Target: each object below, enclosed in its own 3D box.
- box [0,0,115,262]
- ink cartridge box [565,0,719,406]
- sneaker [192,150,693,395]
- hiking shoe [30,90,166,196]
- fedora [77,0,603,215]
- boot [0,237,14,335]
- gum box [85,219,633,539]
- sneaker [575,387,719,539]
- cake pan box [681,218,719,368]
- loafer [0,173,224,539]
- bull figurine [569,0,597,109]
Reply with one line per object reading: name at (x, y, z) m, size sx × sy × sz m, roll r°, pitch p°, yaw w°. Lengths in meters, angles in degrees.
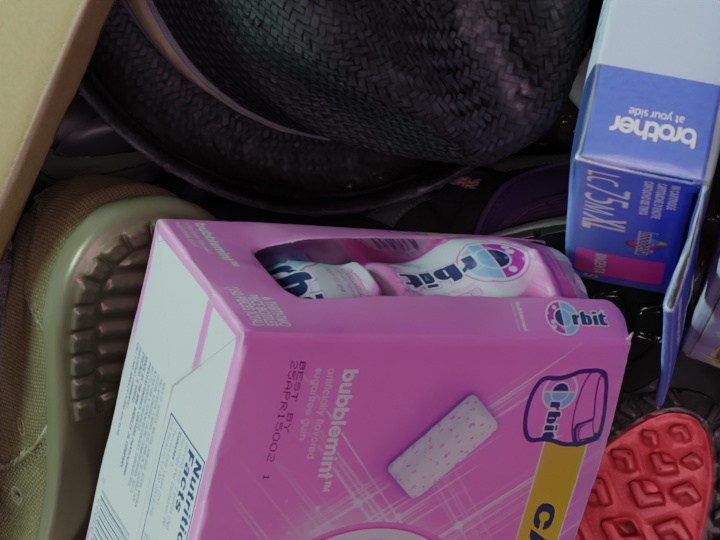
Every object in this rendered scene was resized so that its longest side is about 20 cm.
box at (-0.160, -0.048, 0.785) m, size 0.163 × 0.021 × 0.200 m, roll 36°, pitch 119°, yaw 18°
ink cartridge box at (0.086, -0.074, 0.765) m, size 0.042 × 0.119 × 0.201 m, roll 9°, pitch 77°, yaw 6°
sneaker at (0.000, 0.000, 0.873) m, size 0.199 × 0.088 × 0.076 m, roll 0°, pitch 119°, yaw 4°
hiking shoe at (-0.123, -0.088, 0.848) m, size 0.199 × 0.076 × 0.101 m, roll 11°, pitch 123°, yaw -1°
fedora at (0.004, -0.095, 0.755) m, size 0.200 × 0.092 × 0.201 m, roll -9°, pitch 115°, yaw -19°
boot at (-0.192, 0.020, 0.884) m, size 0.200 × 0.069 × 0.174 m, roll 40°, pitch 88°, yaw -8°
gum box at (-0.011, 0.081, 0.776) m, size 0.113 × 0.066 × 0.201 m, roll 2°, pitch 116°, yaw -27°
sneaker at (0.064, 0.120, 0.875) m, size 0.079 × 0.096 × 0.201 m, roll 26°, pitch 106°, yaw 12°
cake pan box at (0.137, -0.077, 0.734) m, size 0.052 × 0.184 × 0.201 m, roll 18°, pitch 79°, yaw 3°
loafer at (-0.070, 0.058, 0.819) m, size 0.076 × 0.067 × 0.201 m, roll -2°, pitch 121°, yaw -23°
bull figurine at (0.139, -0.110, 0.868) m, size 0.199 × 0.065 × 0.122 m, roll -2°, pitch 91°, yaw -3°
